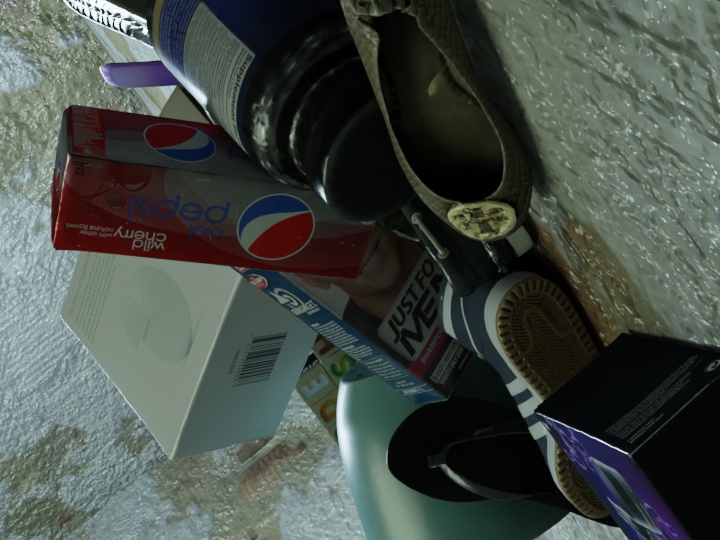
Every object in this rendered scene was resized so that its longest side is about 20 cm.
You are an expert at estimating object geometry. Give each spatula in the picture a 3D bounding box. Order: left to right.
[{"bbox_3d":[-0.095,-0.133,0.854,0.197,0.021,0.057,12,170,-2],"label":"spatula"}]

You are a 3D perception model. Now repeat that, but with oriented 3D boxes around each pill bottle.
[{"bbox_3d":[-0.038,-0.119,0.672,0.200,0.112,0.112,46,171,37],"label":"pill bottle"}]

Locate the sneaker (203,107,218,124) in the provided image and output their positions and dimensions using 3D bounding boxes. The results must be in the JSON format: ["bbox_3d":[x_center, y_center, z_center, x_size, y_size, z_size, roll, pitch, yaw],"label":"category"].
[{"bbox_3d":[-0.109,-0.201,0.789,0.106,0.074,0.202,43,149,46],"label":"sneaker"}]

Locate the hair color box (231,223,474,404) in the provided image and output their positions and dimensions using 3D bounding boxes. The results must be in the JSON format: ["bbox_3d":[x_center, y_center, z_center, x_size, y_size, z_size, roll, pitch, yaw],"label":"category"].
[{"bbox_3d":[0.000,0.000,0.826,0.199,0.101,0.060,37,159,-12],"label":"hair color box"}]

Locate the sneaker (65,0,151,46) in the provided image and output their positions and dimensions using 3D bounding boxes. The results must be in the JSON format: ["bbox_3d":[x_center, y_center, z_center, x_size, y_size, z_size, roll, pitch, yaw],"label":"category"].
[{"bbox_3d":[-0.118,-0.216,0.867,0.198,0.107,0.075,24,167,-24],"label":"sneaker"}]

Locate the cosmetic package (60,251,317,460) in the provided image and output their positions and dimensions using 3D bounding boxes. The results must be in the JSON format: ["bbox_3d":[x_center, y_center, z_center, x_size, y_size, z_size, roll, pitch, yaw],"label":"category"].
[{"bbox_3d":[-0.138,0.012,0.963,0.122,0.201,0.200,-7,-140,-46],"label":"cosmetic package"}]

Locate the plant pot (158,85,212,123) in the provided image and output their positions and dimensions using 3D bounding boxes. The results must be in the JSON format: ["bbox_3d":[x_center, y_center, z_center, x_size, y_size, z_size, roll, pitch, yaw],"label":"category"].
[{"bbox_3d":[-0.135,-0.040,1.156,0.200,0.177,0.199,50,-165,19],"label":"plant pot"}]

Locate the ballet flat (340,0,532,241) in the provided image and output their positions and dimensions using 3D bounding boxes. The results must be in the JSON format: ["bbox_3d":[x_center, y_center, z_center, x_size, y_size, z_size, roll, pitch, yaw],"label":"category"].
[{"bbox_3d":[0.038,-0.080,0.557,0.047,0.067,0.201,-84,-23,-44],"label":"ballet flat"}]

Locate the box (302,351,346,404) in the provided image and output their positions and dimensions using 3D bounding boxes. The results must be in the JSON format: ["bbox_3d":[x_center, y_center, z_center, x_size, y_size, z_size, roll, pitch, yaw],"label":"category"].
[{"bbox_3d":[0.004,0.077,1.169,0.046,0.158,0.200,53,173,5],"label":"box"}]

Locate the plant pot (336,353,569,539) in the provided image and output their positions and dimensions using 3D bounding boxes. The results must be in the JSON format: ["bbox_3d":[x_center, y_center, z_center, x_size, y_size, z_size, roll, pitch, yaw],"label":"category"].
[{"bbox_3d":[0.071,0.136,0.947,0.163,0.199,0.200,65,172,-4],"label":"plant pot"}]

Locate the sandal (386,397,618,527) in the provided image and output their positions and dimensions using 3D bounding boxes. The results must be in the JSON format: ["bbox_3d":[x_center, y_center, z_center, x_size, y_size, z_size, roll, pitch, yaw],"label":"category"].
[{"bbox_3d":[0.114,0.137,0.820,0.197,0.077,0.043,6,178,15],"label":"sandal"}]

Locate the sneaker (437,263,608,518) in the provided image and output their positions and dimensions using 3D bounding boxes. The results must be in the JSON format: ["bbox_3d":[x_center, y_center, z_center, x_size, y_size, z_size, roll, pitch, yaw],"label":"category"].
[{"bbox_3d":[0.120,0.072,0.770,0.201,0.070,0.108,61,167,-27],"label":"sneaker"}]

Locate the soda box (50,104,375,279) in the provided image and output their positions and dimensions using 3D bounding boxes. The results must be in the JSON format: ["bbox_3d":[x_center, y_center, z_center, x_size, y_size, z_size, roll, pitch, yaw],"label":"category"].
[{"bbox_3d":[-0.090,-0.048,0.710,0.064,0.197,0.071,-109,32,-50],"label":"soda box"}]

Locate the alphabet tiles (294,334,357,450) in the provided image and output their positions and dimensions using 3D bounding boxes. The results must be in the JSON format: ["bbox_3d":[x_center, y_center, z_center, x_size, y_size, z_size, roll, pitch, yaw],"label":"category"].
[{"bbox_3d":[0.034,0.103,1.076,0.201,0.166,0.008,57,177,-32],"label":"alphabet tiles"}]

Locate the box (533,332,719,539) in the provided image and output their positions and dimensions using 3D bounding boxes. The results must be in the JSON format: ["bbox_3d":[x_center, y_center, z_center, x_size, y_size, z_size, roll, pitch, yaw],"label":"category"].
[{"bbox_3d":[0.196,0.138,0.597,0.201,0.079,0.141,53,175,-7],"label":"box"}]

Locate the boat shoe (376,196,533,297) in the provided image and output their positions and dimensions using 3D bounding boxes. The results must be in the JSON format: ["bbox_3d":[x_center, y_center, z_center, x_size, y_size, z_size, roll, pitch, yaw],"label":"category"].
[{"bbox_3d":[0.033,-0.051,0.745,0.076,0.060,0.200,51,177,-35],"label":"boat shoe"}]
